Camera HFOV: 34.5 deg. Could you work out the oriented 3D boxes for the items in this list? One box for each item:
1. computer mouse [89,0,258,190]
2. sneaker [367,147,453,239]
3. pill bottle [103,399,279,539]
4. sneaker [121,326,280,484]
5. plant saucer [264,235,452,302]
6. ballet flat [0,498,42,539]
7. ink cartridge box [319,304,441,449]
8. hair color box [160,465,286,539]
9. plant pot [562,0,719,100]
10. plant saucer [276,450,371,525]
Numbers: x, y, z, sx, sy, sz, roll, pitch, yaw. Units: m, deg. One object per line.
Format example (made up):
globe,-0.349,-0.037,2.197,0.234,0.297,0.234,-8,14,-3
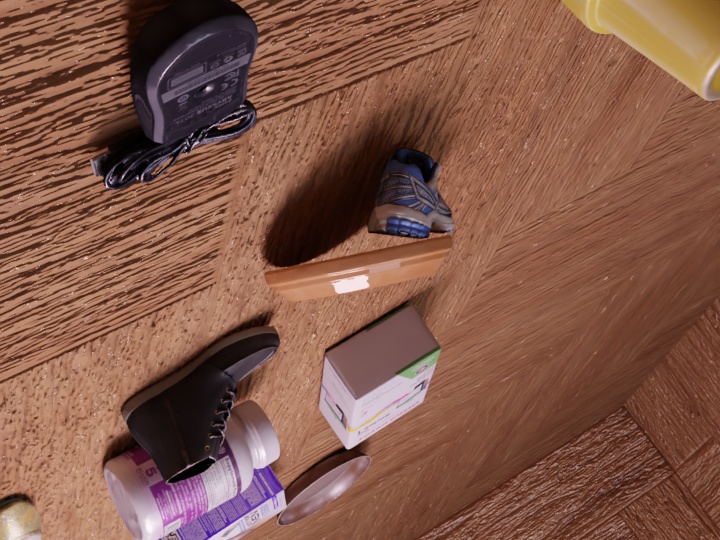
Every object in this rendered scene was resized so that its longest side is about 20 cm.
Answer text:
computer mouse,-0.129,-0.138,0.828,0.137,0.053,0.200,-27,168,-22
sneaker,0.060,-0.083,1.201,0.200,0.076,0.087,-33,130,-79
pill bottle,-0.201,0.238,1.414,0.198,0.113,0.113,-26,157,-27
sneaker,-0.158,0.152,1.307,0.199,0.107,0.075,-33,159,-11
plant saucer,0.000,0.000,1.199,0.197,0.038,0.200,-11,180,0
ballet flat,-0.401,0.334,1.361,0.070,0.071,0.201,-23,155,-32
ink cartridge box,0.024,0.153,1.636,0.144,0.084,0.201,-30,159,-18
hair color box,-0.211,0.379,1.771,0.198,0.065,0.110,-30,159,-13
plant pot,0.298,-0.264,1.043,0.199,0.190,0.201,-31,159,-13
plant saucer,-0.070,0.376,2.037,0.199,0.032,0.201,-31,158,-14
